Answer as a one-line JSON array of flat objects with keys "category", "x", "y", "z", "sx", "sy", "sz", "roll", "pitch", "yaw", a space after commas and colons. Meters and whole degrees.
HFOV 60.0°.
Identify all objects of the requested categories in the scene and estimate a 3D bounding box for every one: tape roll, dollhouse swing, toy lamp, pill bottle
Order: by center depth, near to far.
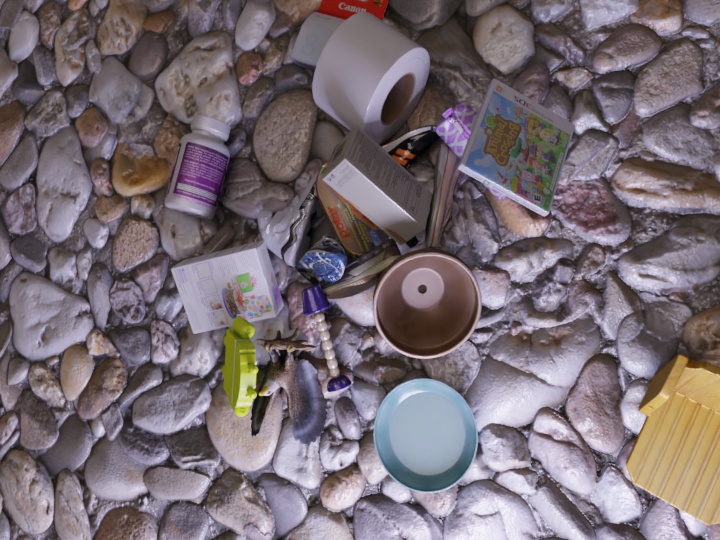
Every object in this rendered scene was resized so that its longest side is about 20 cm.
[{"category": "dollhouse swing", "x": 0.538, "y": 0.274, "z": 0.970, "sx": 0.197, "sy": 0.183, "sz": 0.178, "roll": 27, "pitch": 71, "yaw": 18}, {"category": "tape roll", "x": 0.022, "y": -0.364, "z": 1.194, "sx": 0.138, "sy": 0.202, "sz": 0.204, "roll": 38, "pitch": 94, "yaw": 19}, {"category": "toy lamp", "x": -0.068, "y": 0.130, "z": 1.207, "sx": 0.057, "sy": 0.058, "sz": 0.205, "roll": -17, "pitch": 91, "yaw": 14}, {"category": "pill bottle", "x": -0.342, "y": -0.221, "z": 1.334, "sx": 0.110, "sy": 0.112, "sz": 0.205, "roll": 13, "pitch": 87, "yaw": 18}]

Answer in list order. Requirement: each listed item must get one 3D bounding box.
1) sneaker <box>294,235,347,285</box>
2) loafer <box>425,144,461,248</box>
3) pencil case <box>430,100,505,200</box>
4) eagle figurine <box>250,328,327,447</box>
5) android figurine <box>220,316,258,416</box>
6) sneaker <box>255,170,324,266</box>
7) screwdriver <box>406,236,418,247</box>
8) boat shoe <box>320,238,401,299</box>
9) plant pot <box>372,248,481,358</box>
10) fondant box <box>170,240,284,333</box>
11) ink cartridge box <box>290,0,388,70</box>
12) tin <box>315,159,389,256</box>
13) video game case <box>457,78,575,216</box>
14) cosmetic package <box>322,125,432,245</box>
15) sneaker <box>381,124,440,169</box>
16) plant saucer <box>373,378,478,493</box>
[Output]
[{"category": "sneaker", "x": -0.067, "y": -0.032, "z": 1.192, "sx": 0.077, "sy": 0.199, "sz": 0.086, "roll": 41, "pitch": 73, "yaw": -15}, {"category": "loafer", "x": 0.166, "y": -0.139, "z": 1.189, "sx": 0.061, "sy": 0.072, "sz": 0.205, "roll": 9, "pitch": 82, "yaw": -3}, {"category": "pencil case", "x": 0.225, "y": -0.223, "z": 1.151, "sx": 0.084, "sy": 0.085, "sz": 0.200, "roll": -44, "pitch": 87, "yaw": 5}, {"category": "eagle figurine", "x": -0.152, "y": 0.226, "z": 1.224, "sx": 0.151, "sy": 0.148, "sz": 0.205, "roll": 30, "pitch": 129, "yaw": 57}, {"category": "android figurine", "x": -0.234, "y": 0.188, "z": 1.211, "sx": 0.040, "sy": 0.199, "sz": 0.187, "roll": 2, "pitch": 96, "yaw": -25}, {"category": "sneaker", "x": -0.142, "y": -0.120, "z": 1.277, "sx": 0.113, "sy": 0.075, "sz": 0.204, "roll": 21, "pitch": 87, "yaw": 20}, {"category": "screwdriver", "x": 0.059, "y": -0.136, "z": 1.209, "sx": 0.029, "sy": 0.028, "sz": 0.203, "roll": -23, "pitch": 98, "yaw": 27}, {"category": "boat shoe", "x": 0.000, "y": 0.000, "z": 1.210, "sx": 0.197, "sy": 0.073, "sz": 0.066, "roll": -23, "pitch": 69, "yaw": 28}, {"category": "plant pot", "x": 0.117, "y": 0.050, "z": 1.144, "sx": 0.195, "sy": 0.093, "sz": 0.206, "roll": -1, "pitch": 110, "yaw": -2}, {"category": "fondant box", "x": -0.271, "y": 0.035, "z": 1.278, "sx": 0.195, "sy": 0.058, "sz": 0.148, "roll": -12, "pitch": 105, "yaw": 16}, {"category": "ink cartridge box", "x": -0.041, "y": -0.515, "z": 1.314, "sx": 0.157, "sy": 0.047, "sz": 0.204, "roll": 21, "pitch": 91, "yaw": 19}, {"category": "tin", "x": -0.013, "y": -0.125, "z": 1.220, "sx": 0.110, "sy": 0.042, "sz": 0.203, "roll": -23, "pitch": 100, "yaw": 14}, {"category": "video game case", "x": 0.283, "y": -0.223, "z": 1.114, "sx": 0.179, "sy": 0.022, "sz": 0.203, "roll": 27, "pitch": 68, "yaw": -6}, {"category": "cosmetic package", "x": 0.034, "y": -0.152, "z": 1.131, "sx": 0.199, "sy": 0.106, "sz": 0.071, "roll": 39, "pitch": 134, "yaw": -20}, {"category": "sneaker", "x": 0.079, "y": -0.212, "z": 1.232, "sx": 0.196, "sy": 0.070, "sz": 0.092, "roll": -23, "pitch": 91, "yaw": 13}, {"category": "plant saucer", "x": 0.122, "y": 0.304, "z": 1.158, "sx": 0.195, "sy": 0.036, "sz": 0.206, "roll": -3, "pitch": 81, "yaw": 17}]
